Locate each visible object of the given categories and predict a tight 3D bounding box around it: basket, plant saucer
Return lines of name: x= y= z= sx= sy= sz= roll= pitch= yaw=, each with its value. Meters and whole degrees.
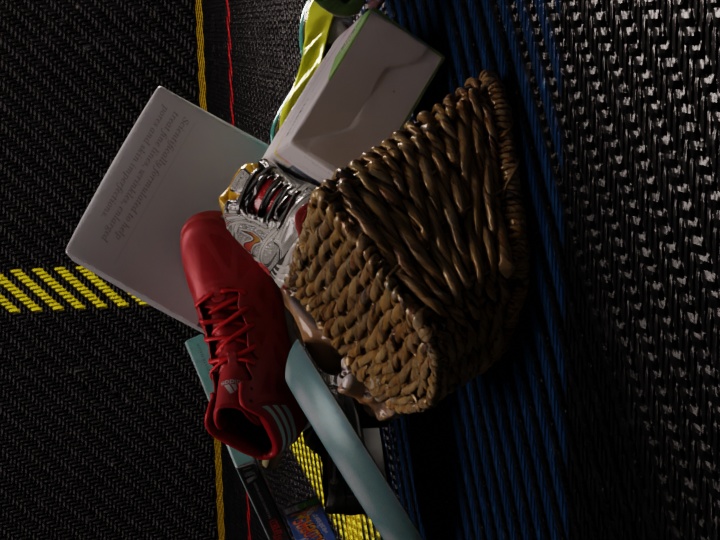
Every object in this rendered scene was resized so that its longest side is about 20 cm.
basket: x=0.056 y=-0.008 z=1.136 sx=0.143 sy=0.149 sz=0.200 roll=51 pitch=162 yaw=9
plant saucer: x=-0.005 y=0.143 z=1.368 sx=0.200 sy=0.027 sz=0.200 roll=58 pitch=178 yaw=3

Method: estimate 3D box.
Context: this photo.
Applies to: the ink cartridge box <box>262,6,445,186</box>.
ink cartridge box: x=-0.010 y=-0.118 z=1.337 sx=0.117 sy=0.067 sz=0.200 roll=-59 pitch=8 yaw=-5

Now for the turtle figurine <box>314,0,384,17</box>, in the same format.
turtle figurine: x=-0.026 y=-0.271 z=1.296 sx=0.194 sy=0.143 sz=0.201 roll=-119 pitch=24 yaw=-64

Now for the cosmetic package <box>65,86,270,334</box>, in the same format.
cosmetic package: x=-0.147 y=-0.043 z=1.567 sx=0.165 sy=0.165 sz=0.200 roll=-61 pitch=6 yaw=-5

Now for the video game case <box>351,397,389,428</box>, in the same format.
video game case: x=0.000 y=0.000 z=1.476 sx=0.181 sy=0.025 sz=0.201 roll=-112 pitch=22 yaw=-64

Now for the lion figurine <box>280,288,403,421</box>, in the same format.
lion figurine: x=-0.006 y=0.049 z=1.355 sx=0.200 sy=0.072 sz=0.123 roll=174 pitch=79 yaw=-79

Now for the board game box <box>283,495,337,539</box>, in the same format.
board game box: x=-0.011 y=0.309 z=1.550 sx=0.135 sy=0.034 sz=0.200 roll=-132 pitch=22 yaw=-76

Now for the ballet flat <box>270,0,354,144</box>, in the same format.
ballet flat: x=-0.022 y=-0.165 z=1.507 sx=0.067 sy=0.067 sz=0.200 roll=58 pitch=-147 yaw=-40

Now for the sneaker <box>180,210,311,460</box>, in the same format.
sneaker: x=-0.094 y=0.055 z=1.407 sx=0.200 sy=0.078 sz=0.116 roll=62 pitch=-161 yaw=-11

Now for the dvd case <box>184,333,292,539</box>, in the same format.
dvd case: x=-0.103 y=0.167 z=1.599 sx=0.200 sy=0.022 sz=0.146 roll=72 pitch=173 yaw=-54

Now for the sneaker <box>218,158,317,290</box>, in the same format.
sneaker: x=-0.065 y=-0.038 z=1.330 sx=0.082 sy=0.078 sz=0.200 roll=44 pitch=169 yaw=-11

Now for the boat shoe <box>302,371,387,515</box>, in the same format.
boat shoe: x=-0.021 y=0.138 z=1.632 sx=0.200 sy=0.063 sz=0.071 roll=-103 pitch=14 yaw=-47

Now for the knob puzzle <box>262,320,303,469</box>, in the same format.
knob puzzle: x=-0.058 y=0.094 z=1.620 sx=0.220 sy=0.030 sz=0.220 roll=-170 pitch=90 yaw=-83
